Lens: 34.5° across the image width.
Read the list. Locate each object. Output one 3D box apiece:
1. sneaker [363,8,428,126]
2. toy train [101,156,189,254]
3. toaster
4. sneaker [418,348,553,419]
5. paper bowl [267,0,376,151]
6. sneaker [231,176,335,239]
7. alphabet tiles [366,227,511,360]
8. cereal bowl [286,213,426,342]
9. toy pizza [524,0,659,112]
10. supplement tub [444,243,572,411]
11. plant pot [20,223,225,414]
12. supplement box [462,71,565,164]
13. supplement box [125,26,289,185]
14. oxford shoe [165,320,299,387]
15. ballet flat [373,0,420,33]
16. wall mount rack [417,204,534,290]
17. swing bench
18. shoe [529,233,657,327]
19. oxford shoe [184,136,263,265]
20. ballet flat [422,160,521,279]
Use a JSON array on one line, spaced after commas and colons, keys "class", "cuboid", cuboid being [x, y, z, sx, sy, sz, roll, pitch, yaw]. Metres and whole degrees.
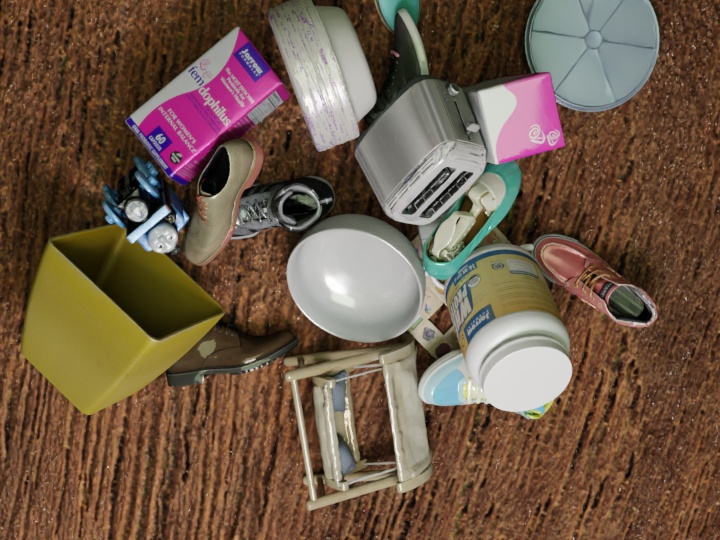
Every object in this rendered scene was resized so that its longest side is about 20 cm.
[{"class": "sneaker", "cuboid": [0.044, -0.258, 1.623, 0.098, 0.071, 0.203, -11, 110, -6]}, {"class": "toy train", "cuboid": [-0.287, -0.083, 1.569, 0.087, 0.200, 0.114, -41, 110, 1]}, {"class": "toaster", "cuboid": [0.077, -0.152, 1.552, 0.113, 0.130, 0.200, 9, 137, -44]}, {"class": "sneaker", "cuboid": [0.190, 0.166, 1.642, 0.198, 0.130, 0.081, -13, 118, -22]}, {"class": "paper bowl", "cuboid": [-0.046, -0.271, 1.557, 0.103, 0.201, 0.203, -22, 99, 0]}, {"class": "sneaker", "cuboid": [-0.131, -0.087, 1.619, 0.197, 0.114, 0.076, -13, 98, -3]}, {"class": "alphabet tiles", "cuboid": [0.135, 0.013, 1.708, 0.200, 0.008, 0.167, -45, 98, 2]}, {"class": "cereal bowl", "cuboid": [0.000, 0.000, 1.635, 0.197, 0.084, 0.202, 9, 129, 12]}, {"class": "toy pizza", "cuboid": [0.331, -0.330, 1.666, 0.197, 0.032, 0.203, -1, 97, -5]}, {"class": "supplement tub", "cuboid": [0.202, 0.076, 1.585, 0.143, 0.201, 0.146, -7, 132, -7]}, {"class": "plant pot", "cuboid": [-0.341, 0.074, 1.574, 0.200, 0.200, 0.177, 42, 110, 10]}, {"class": "supplement box", "cuboid": [0.199, -0.211, 1.585, 0.100, 0.200, 0.105, -15, 98, -2]}, {"class": "supplement box", "cuboid": [-0.206, -0.223, 1.588, 0.199, 0.103, 0.101, -40, 87, 0]}, {"class": "oxford shoe", "cuboid": [-0.188, 0.107, 1.662, 0.197, 0.073, 0.086, -11, 96, -3]}, {"class": "ballet flat", "cuboid": [0.032, -0.422, 1.606, 0.070, 0.071, 0.201, -27, 129, -1]}, {"class": "wall mount rack", "cuboid": [0.146, -0.072, 1.657, 0.172, 0.075, 0.203, -15, 99, -5]}, {"class": "swing bench", "cuboid": [0.002, 0.213, 1.662, 0.197, 0.130, 0.202, -10, 98, -4]}, {"class": "shoe", "cuboid": [0.340, 0.014, 1.681, 0.199, 0.091, 0.072, 33, 94, -8]}, {"class": "oxford shoe", "cuboid": [-0.205, -0.095, 1.578, 0.070, 0.074, 0.202, 36, 114, 26]}, {"class": "ballet flat", "cuboid": [0.152, -0.076, 1.578, 0.067, 0.070, 0.201, 35, 89, 21]}]
